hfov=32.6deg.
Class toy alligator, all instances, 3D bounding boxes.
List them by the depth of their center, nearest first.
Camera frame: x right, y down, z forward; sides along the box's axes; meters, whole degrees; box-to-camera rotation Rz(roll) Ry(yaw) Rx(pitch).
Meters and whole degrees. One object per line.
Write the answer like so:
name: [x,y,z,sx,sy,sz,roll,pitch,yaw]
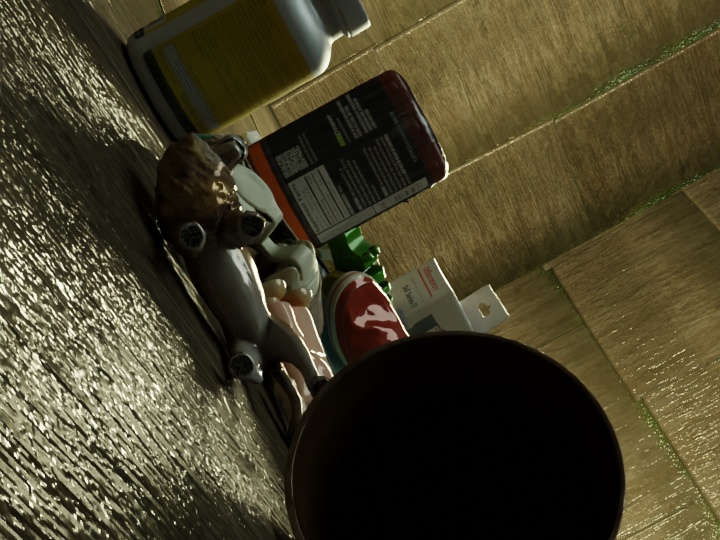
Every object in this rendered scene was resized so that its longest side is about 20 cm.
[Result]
toy alligator: [0.000,0.000,1.133,0.059,0.054,0.201,-39,127,-49]

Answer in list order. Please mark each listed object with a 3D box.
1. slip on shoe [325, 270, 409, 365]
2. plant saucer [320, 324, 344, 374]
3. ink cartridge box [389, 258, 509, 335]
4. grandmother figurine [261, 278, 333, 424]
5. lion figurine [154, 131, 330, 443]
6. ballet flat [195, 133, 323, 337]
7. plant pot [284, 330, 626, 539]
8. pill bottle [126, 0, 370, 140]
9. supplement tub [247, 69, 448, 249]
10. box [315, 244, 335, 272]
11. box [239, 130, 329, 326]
slip on shoe: [0.031,0.087,1.102,0.061,0.074,0.201,3,-55,51]
plant saucer: [-0.008,0.137,1.098,0.201,0.036,0.200,62,3,-5]
ink cartridge box: [0.053,0.056,1.353,0.068,0.199,0.117,61,2,-20]
grandmother figurine: [-0.026,0.106,0.885,0.121,0.060,0.201,11,48,-51]
lion figurine: [-0.079,0.010,0.783,0.122,0.072,0.201,-158,-127,-73]
ballet flat: [-0.076,-0.022,0.965,0.067,0.068,0.200,-13,-60,46]
plant pot: [0.058,0.169,0.749,0.200,0.186,0.187,83,-16,-53]
pill bottle: [-0.096,-0.203,1.086,0.112,0.199,0.112,61,3,-5]
supplement tub: [-0.033,-0.080,1.046,0.107,0.199,0.107,62,3,-6]
box: [-0.017,-0.015,1.237,0.039,0.041,0.200,65,3,30]
box: [-0.077,-0.044,1.236,0.201,0.041,0.156,63,2,-7]
